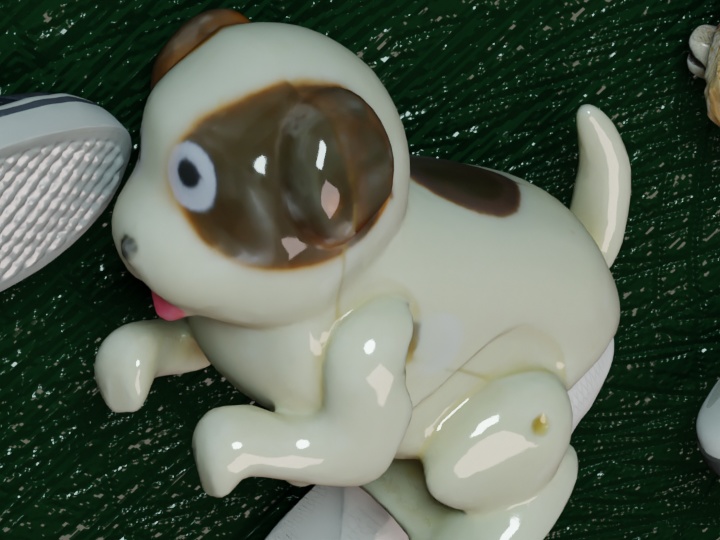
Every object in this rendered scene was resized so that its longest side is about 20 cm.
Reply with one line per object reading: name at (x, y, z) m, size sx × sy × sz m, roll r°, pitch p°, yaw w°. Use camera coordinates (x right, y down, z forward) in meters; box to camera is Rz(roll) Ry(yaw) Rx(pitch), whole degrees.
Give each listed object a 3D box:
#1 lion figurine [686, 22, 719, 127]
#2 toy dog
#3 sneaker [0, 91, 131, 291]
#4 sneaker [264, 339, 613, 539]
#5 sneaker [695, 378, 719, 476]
lion figurine at (0.191, -0.131, 0.958) m, size 0.200 × 0.072 × 0.122 m, roll -43°, pitch 142°, yaw 4°
toy dog at (0.000, 0.000, 0.916) m, size 0.194 × 0.140 × 0.200 m, roll -42°, pitch 133°, yaw 6°
sneaker at (-0.163, -0.026, 0.851) m, size 0.200 × 0.079 × 0.078 m, roll -24°, pitch 147°, yaw -45°
sneaker at (0.037, 0.081, 1.063) m, size 0.088 × 0.075 × 0.200 m, roll 11°, pitch 127°, yaw -50°
sneaker at (0.191, -0.013, 1.069) m, size 0.200 × 0.076 × 0.115 m, roll -44°, pitch 127°, yaw -1°
